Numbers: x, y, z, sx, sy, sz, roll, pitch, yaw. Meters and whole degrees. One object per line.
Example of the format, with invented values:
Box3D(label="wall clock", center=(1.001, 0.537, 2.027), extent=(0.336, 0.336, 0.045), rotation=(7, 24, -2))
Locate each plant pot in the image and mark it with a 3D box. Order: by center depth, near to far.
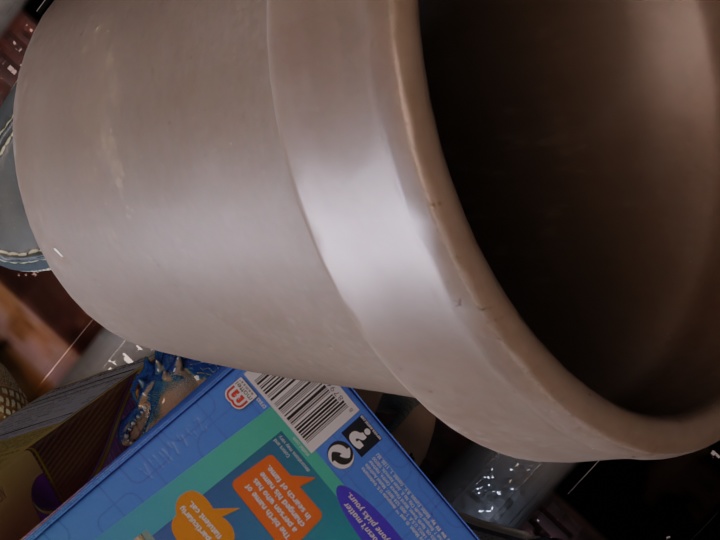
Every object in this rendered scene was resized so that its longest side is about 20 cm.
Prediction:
Box3D(label="plant pot", center=(0.006, -0.043, 0.726), extent=(0.174, 0.200, 0.201), rotation=(-8, 101, 39))

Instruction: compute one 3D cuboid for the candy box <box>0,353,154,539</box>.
Box3D(label="candy box", center=(-0.100, 0.111, 0.872), extent=(0.056, 0.200, 0.117), rotation=(-18, 97, 24))

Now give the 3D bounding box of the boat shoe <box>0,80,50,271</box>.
Box3D(label="boat shoe", center=(-0.068, -0.067, 0.895), extent=(0.200, 0.062, 0.073), rotation=(-39, 90, 21))

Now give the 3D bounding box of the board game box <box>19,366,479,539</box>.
Box3D(label="board game box", center=(-0.046, 0.131, 0.765), extent=(0.152, 0.200, 0.045), rotation=(51, 150, -1))

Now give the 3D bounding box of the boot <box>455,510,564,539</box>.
Box3D(label="boot", center=(0.019, 0.111, 0.879), extent=(0.200, 0.090, 0.073), rotation=(16, 95, 2))

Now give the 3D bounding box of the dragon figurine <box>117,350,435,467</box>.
Box3D(label="dragon figurine", center=(0.000, 0.000, 0.879), extent=(0.099, 0.059, 0.200), rotation=(30, 86, 45))

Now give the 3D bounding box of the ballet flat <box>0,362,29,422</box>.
Box3D(label="ballet flat", center=(-0.131, 0.126, 0.953), extent=(0.070, 0.065, 0.200), rotation=(-11, 109, -23))
